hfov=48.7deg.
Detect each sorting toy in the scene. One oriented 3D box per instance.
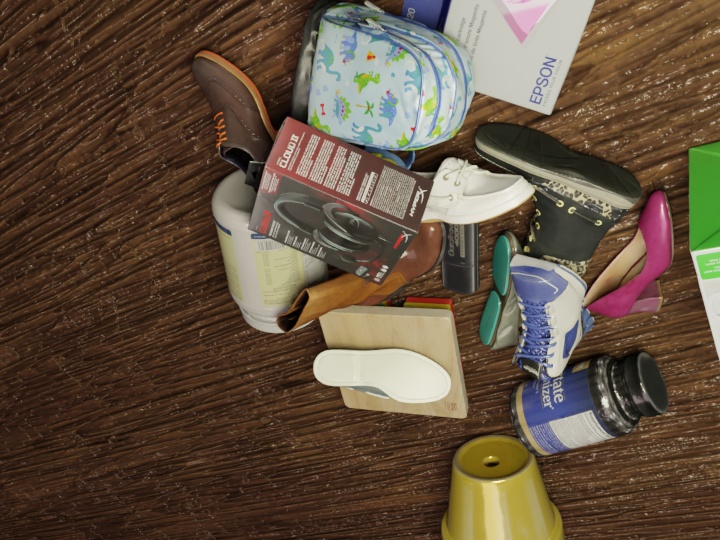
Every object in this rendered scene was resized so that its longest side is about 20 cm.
[{"bbox_3d":[0.058,0.120,1.197,0.197,0.070,0.201,2,129,21],"label":"sorting toy"}]

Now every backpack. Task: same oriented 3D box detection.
[{"bbox_3d":[0.024,-0.203,0.873,0.198,0.154,0.164,17,110,11],"label":"backpack"}]

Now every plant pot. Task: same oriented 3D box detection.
[{"bbox_3d":[0.220,0.378,1.276,0.199,0.201,0.190,-2,112,23],"label":"plant pot"}]

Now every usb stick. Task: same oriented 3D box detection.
[{"bbox_3d":[0.131,-0.051,1.052,0.055,0.033,0.201,13,132,24],"label":"usb stick"}]

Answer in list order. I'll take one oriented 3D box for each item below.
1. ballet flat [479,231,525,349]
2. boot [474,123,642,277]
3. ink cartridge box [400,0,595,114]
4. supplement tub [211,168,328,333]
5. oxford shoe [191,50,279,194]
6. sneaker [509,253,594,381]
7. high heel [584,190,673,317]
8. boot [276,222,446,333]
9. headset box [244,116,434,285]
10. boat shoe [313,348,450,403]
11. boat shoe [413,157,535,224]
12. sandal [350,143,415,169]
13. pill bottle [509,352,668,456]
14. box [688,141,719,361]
[{"bbox_3d":[0.206,0.026,1.076,0.063,0.068,0.201,-5,132,-10],"label":"ballet flat"},{"bbox_3d":[0.216,-0.080,0.968,0.202,0.074,0.154,22,136,5],"label":"boot"},{"bbox_3d":[0.142,-0.285,0.848,0.198,0.043,0.197,18,133,5],"label":"ink cartridge box"},{"bbox_3d":[-0.118,-0.029,1.091,0.144,0.145,0.201,8,131,15],"label":"supplement tub"},{"bbox_3d":[-0.157,-0.186,1.001,0.200,0.072,0.071,52,150,0],"label":"oxford shoe"},{"bbox_3d":[0.237,0.074,1.011,0.080,0.116,0.200,15,159,36],"label":"sneaker"},{"bbox_3d":[0.326,-0.014,0.977,0.095,0.068,0.201,-2,131,10],"label":"high heel"},{"bbox_3d":[0.000,0.000,1.038,0.188,0.199,0.069,-40,72,47],"label":"boot"},{"bbox_3d":[-0.036,-0.078,0.915,0.199,0.078,0.149,22,152,-6],"label":"headset box"},{"bbox_3d":[0.033,0.149,1.157,0.198,0.073,0.062,6,174,8],"label":"boat shoe"},{"bbox_3d":[0.112,-0.098,0.940,0.199,0.071,0.070,-1,117,49],"label":"boat shoe"},{"bbox_3d":[-0.010,-0.146,0.998,0.199,0.087,0.080,24,143,31],"label":"sandal"},{"bbox_3d":[0.320,0.185,1.119,0.199,0.112,0.112,-27,115,35],"label":"pill bottle"},{"bbox_3d":[0.419,-0.019,0.851,0.096,0.201,0.177,-10,125,29],"label":"box"}]
